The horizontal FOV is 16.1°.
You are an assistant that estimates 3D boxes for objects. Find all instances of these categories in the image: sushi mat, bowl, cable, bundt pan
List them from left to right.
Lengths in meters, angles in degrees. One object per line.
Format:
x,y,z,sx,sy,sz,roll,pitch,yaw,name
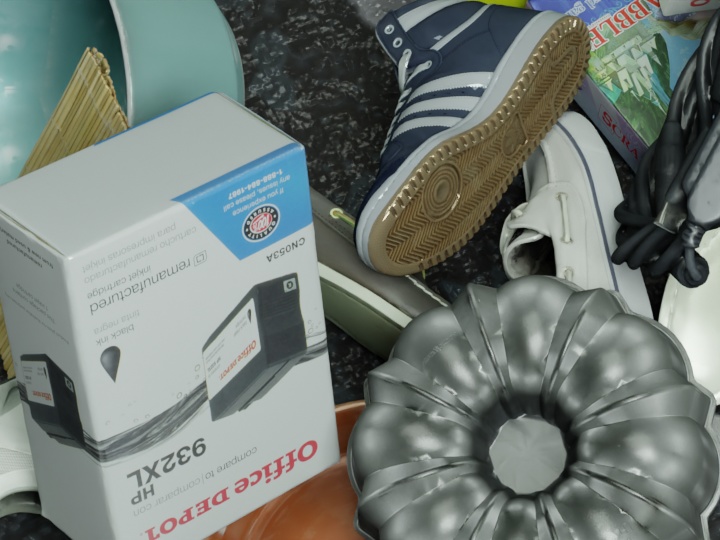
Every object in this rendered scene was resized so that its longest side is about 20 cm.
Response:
-0.165,-0.023,1.385,0.012,0.200,0.096,-2,54,-34,sushi mat
-0.138,-0.099,1.440,0.105,0.201,0.201,-4,53,-35,bowl
0.085,0.092,1.293,0.201,0.076,0.203,-3,75,9,bundt pan
0.196,-0.085,1.326,0.051,0.163,0.201,26,90,-7,cable

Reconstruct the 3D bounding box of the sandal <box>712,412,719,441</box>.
0.158,0.096,1.363,0.199,0.075,0.048,8,85,6,sandal

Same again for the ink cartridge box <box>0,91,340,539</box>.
-0.096,0.034,1.288,0.145,0.201,0.084,-27,39,-29,ink cartridge box

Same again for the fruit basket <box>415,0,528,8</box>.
0.095,-0.237,1.523,0.214,0.216,0.156,-20,60,-9,fruit basket

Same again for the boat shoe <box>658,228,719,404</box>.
0.209,-0.016,1.389,0.072,0.060,0.203,23,78,-5,boat shoe

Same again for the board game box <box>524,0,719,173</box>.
0.231,-0.126,1.492,0.199,0.041,0.200,-33,72,-16,board game box

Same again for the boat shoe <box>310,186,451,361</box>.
0.000,0.000,1.425,0.201,0.072,0.061,30,68,22,boat shoe

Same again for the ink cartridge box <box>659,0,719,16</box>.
0.267,-0.218,1.432,0.199,0.147,0.083,-9,73,-7,ink cartridge box

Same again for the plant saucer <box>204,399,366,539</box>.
0.014,0.163,1.349,0.199,0.032,0.201,-2,59,3,plant saucer

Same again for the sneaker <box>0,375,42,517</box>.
-0.149,0.088,1.387,0.199,0.074,0.089,-31,76,-13,sneaker

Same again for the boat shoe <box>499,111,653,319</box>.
0.109,-0.011,1.413,0.065,0.072,0.201,0,52,-14,boat shoe

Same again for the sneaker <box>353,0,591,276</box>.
0.034,-0.081,1.430,0.108,0.070,0.200,20,56,34,sneaker
